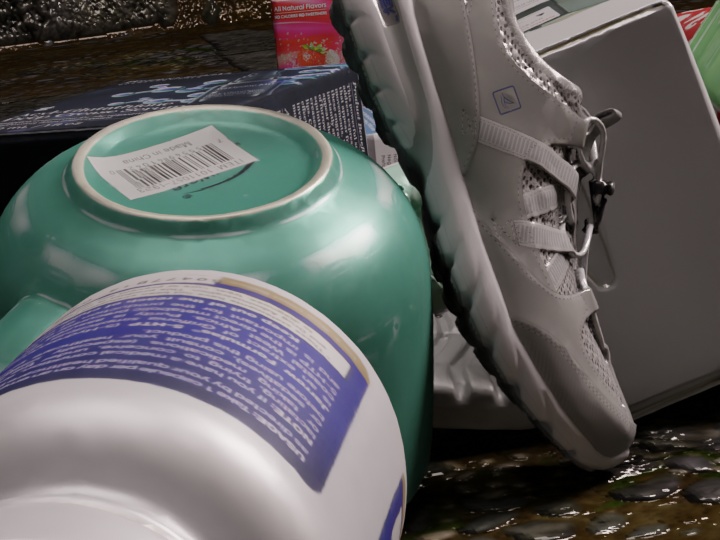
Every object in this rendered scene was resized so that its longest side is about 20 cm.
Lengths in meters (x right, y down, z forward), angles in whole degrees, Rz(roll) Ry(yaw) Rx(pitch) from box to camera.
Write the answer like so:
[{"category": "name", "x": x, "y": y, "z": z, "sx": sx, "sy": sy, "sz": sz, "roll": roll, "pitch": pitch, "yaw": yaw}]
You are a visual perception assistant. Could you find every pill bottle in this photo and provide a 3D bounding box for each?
[{"category": "pill bottle", "x": -0.055, "y": 0.076, "z": 0.575, "sx": 0.119, "sy": 0.120, "sz": 0.200, "roll": -5, "pitch": 10, "yaw": 8}]

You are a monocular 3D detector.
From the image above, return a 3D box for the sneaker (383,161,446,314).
[{"category": "sneaker", "x": 0.000, "y": 0.000, "z": 1.051, "sx": 0.200, "sy": 0.074, "sz": 0.118, "roll": -19, "pitch": 7, "yaw": -13}]

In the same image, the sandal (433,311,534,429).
[{"category": "sandal", "x": -0.021, "y": 0.047, "z": 0.914, "sx": 0.202, "sy": 0.050, "sz": 0.083, "roll": 6, "pitch": 28, "yaw": 9}]

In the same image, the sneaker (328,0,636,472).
[{"category": "sneaker", "x": 0.060, "y": -0.027, "z": 0.826, "sx": 0.082, "sy": 0.201, "sz": 0.075, "roll": -23, "pitch": 6, "yaw": -3}]

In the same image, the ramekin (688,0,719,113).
[{"category": "ramekin", "x": 0.225, "y": -0.065, "z": 0.968, "sx": 0.200, "sy": 0.098, "sz": 0.200, "roll": 36, "pitch": 9, "yaw": -7}]

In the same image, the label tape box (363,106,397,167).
[{"category": "label tape box", "x": 0.049, "y": -0.066, "z": 1.403, "sx": 0.199, "sy": 0.064, "sz": 0.144, "roll": -8, "pitch": 10, "yaw": -5}]

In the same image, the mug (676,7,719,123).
[{"category": "mug", "x": 0.192, "y": -0.080, "z": 1.224, "sx": 0.177, "sy": 0.134, "sz": 0.200, "roll": -8, "pitch": 7, "yaw": -14}]

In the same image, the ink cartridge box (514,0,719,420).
[{"category": "ink cartridge box", "x": 0.101, "y": -0.037, "z": 0.968, "sx": 0.084, "sy": 0.147, "sz": 0.200, "roll": -22, "pitch": 11, "yaw": 4}]

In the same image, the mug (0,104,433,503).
[{"category": "mug", "x": -0.053, "y": 0.021, "z": 0.790, "sx": 0.151, "sy": 0.115, "sz": 0.185, "roll": 3, "pitch": 28, "yaw": 7}]

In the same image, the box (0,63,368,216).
[{"category": "box", "x": -0.096, "y": -0.038, "z": 1.230, "sx": 0.148, "sy": 0.108, "sz": 0.200, "roll": -3, "pitch": 11, "yaw": 22}]

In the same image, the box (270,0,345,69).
[{"category": "box", "x": 0.036, "y": -0.184, "z": 1.930, "sx": 0.199, "sy": 0.100, "sz": 0.095, "roll": -3, "pitch": 11, "yaw": 15}]
